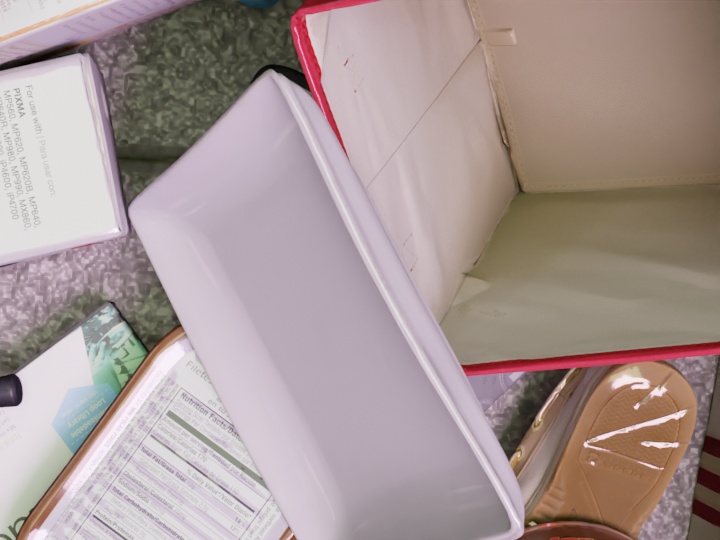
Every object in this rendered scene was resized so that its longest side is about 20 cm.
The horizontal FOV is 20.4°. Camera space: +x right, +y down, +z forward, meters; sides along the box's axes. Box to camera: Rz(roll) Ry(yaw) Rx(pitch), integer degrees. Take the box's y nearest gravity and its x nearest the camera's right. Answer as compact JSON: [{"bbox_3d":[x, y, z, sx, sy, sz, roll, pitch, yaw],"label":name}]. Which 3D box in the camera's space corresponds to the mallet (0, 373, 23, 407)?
[{"bbox_3d":[-0.260,0.071,0.932,0.199,0.066,0.041,-10,87,7],"label":"mallet"}]

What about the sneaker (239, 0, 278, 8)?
[{"bbox_3d":[-0.046,-0.226,0.968,0.081,0.077,0.201,8,84,4],"label":"sneaker"}]

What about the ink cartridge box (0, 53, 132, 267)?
[{"bbox_3d":[-0.208,-0.034,0.913,0.199,0.144,0.084,-14,92,-4],"label":"ink cartridge box"}]

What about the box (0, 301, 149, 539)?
[{"bbox_3d":[-0.120,0.137,0.976,0.144,0.036,0.200,-37,94,-4],"label":"box"}]

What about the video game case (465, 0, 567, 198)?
[{"bbox_3d":[0.113,-0.093,0.945,0.182,0.022,0.200,40,125,-4],"label":"video game case"}]

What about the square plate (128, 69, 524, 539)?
[{"bbox_3d":[-0.016,0.031,0.837,0.028,0.198,0.200,-27,88,-27],"label":"square plate"}]

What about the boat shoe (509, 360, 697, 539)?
[{"bbox_3d":[0.099,0.119,0.979,0.074,0.069,0.200,26,109,-11],"label":"boat shoe"}]

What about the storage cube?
[{"bbox_3d":[0.102,-0.077,0.837,0.199,0.180,0.171,-8,115,24],"label":"storage cube"}]

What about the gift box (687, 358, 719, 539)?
[{"bbox_3d":[0.260,0.131,0.934,0.184,0.187,0.201,5,89,-4],"label":"gift box"}]

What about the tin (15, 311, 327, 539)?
[{"bbox_3d":[-0.082,0.108,0.938,0.112,0.042,0.200,36,89,-2],"label":"tin"}]

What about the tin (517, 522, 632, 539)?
[{"bbox_3d":[0.104,0.216,0.955,0.112,0.042,0.201,-11,112,-3],"label":"tin"}]

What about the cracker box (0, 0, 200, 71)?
[{"bbox_3d":[-0.098,-0.140,0.861,0.199,0.134,0.058,-20,94,2],"label":"cracker box"}]

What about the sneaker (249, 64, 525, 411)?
[{"bbox_3d":[0.000,0.000,0.968,0.200,0.075,0.116,41,89,-5],"label":"sneaker"}]
